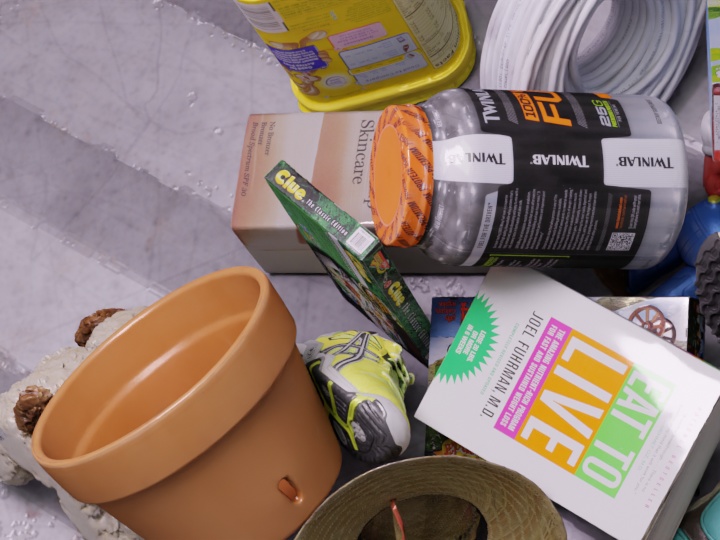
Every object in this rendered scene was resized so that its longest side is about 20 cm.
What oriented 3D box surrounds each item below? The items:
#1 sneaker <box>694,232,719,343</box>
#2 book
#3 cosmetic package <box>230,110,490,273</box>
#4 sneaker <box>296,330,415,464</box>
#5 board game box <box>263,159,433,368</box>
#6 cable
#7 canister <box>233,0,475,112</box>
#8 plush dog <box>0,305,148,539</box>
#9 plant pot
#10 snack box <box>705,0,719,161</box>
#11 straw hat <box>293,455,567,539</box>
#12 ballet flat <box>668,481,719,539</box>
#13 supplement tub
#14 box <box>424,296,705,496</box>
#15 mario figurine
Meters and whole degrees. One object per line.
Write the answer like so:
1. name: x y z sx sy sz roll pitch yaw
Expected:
1. sneaker: 0.317 0.041 1.659 0.200 0.070 0.093 43 43 9
2. book: 0.149 0.089 1.659 0.200 0.048 0.134 29 95 32
3. cosmetic package: 0.013 -0.059 1.825 0.199 0.087 0.104 -1 65 18
4. sneaker: 0.002 0.078 1.727 0.076 0.076 0.200 -25 20 -10
5. board game box: 0.000 0.000 1.739 0.023 0.200 0.105 -44 61 -7
6. cable: 0.171 -0.176 1.756 0.200 0.200 0.069 -22 44 -36
7. canister: -0.009 -0.202 1.831 0.148 0.200 0.087 -15 64 13
8. plush dog: -0.185 0.093 1.808 0.200 0.161 0.172 30 56 28
9. plant pot: -0.107 0.114 1.664 0.200 0.140 0.200 -31 20 13
10. snack box: 0.343 -0.141 1.693 0.199 0.068 0.169 -2 29 9
11. straw hat: 0.039 0.176 1.685 0.201 0.201 0.085 -21 35 9
12. ballet flat: 0.241 0.188 1.649 0.200 0.062 0.068 -38 60 20
13. supplement tub: 0.113 -0.063 1.659 0.199 0.123 0.123 1 63 -16
14. box: 0.143 0.087 1.707 0.199 0.038 0.137 -1 82 29
15. mario figurine: 0.257 -0.040 1.717 0.200 0.106 0.124 -36 96 10
